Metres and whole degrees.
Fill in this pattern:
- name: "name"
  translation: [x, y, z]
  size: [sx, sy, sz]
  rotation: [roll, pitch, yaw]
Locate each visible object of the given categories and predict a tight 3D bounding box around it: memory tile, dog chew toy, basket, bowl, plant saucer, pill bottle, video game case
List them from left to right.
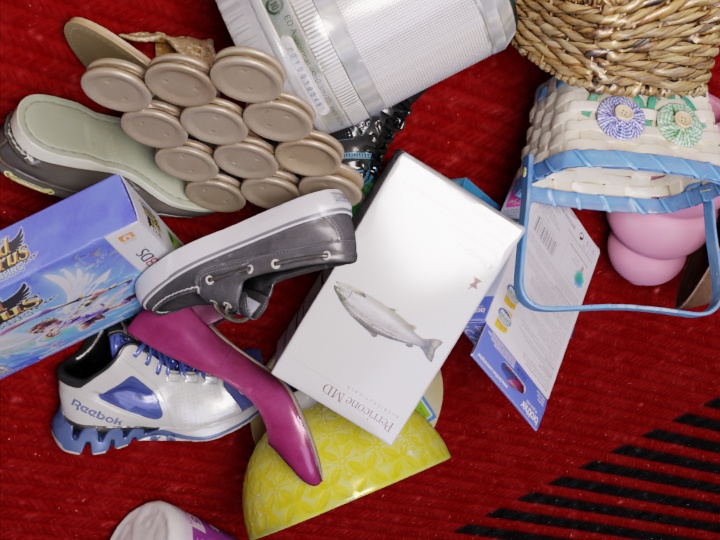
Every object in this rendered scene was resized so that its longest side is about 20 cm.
- name: "video game case"
  translation: [-0.243, 0.013, 0.916]
  size: [0.198, 0.046, 0.181]
  rotation: [-26, 163, -1]
- name: "pill bottle"
  translation: [-0.156, 0.320, 1.180]
  size: [0.112, 0.113, 0.200]
  rotation: [-44, 128, 10]
- name: "memory tile"
  translation: [-0.092, -0.096, 0.839]
  size: [0.152, 0.017, 0.200]
  rotation: [-1, 154, 22]
- name: "bowl"
  translation: [-0.028, 0.159, 1.066]
  size: [0.198, 0.109, 0.200]
  rotation: [-22, 171, -3]
- name: "basket"
  translation: [0.186, -0.240, 0.892]
  size: [0.141, 0.201, 0.150]
  rotation: [-1, 125, -20]
- name: "basket"
  translation: [0.208, -0.064, 0.948]
  size: [0.174, 0.139, 0.203]
  rotation: [2, 85, -13]
- name: "dog chew toy"
  translation: [0.289, -0.069, 1.103]
  size: [0.123, 0.125, 0.201]
  rotation: [-7, 132, -17]
- name: "plant saucer"
  translation: [0.359, -0.048, 1.104]
  size: [0.036, 0.200, 0.202]
  rotation: [25, 116, 8]

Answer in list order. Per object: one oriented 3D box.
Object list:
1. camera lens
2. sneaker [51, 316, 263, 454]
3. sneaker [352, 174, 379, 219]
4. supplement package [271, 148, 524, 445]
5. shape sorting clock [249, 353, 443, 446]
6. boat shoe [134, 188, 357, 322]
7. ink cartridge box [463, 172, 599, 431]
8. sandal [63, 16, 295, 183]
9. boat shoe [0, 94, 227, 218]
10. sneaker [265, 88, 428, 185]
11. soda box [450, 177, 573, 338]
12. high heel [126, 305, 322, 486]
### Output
- name: "camera lens"
  translation: [0.006, -0.203, 0.860]
  size: [0.198, 0.161, 0.161]
  rotation: [-26, 128, 5]
- name: "sneaker"
  translation: [-0.182, 0.091, 1.036]
  size: [0.197, 0.081, 0.116]
  rotation: [-10, 127, -14]
- name: "sneaker"
  translation: [0.000, 0.000, 1.040]
  size: [0.073, 0.084, 0.202]
  rotation: [-7, 113, -14]
- name: "supplement package"
  translation: [0.027, 0.017, 0.945]
  size: [0.116, 0.117, 0.201]
  rotation: [30, 96, -5]
- name: "shape sorting clock"
  translation: [-0.013, 0.133, 1.158]
  size: [0.198, 0.039, 0.202]
  rotation: [-9, 121, -15]
- name: "boat shoe"
  translation: [-0.087, 0.005, 0.895]
  size: [0.198, 0.067, 0.070]
  rotation: [-22, 166, 20]
- name: "ink cartridge box"
  translation: [0.146, 0.025, 1.027]
  size: [0.119, 0.042, 0.201]
  rotation: [48, 52, -36]
- name: "sandal"
  translation: [-0.129, -0.147, 0.916]
  size: [0.211, 0.077, 0.070]
  rotation: [38, 66, -19]
- name: "boat shoe"
  translation: [-0.195, -0.082, 0.928]
  size: [0.200, 0.072, 0.060]
  rotation: [18, 141, -40]
- name: "sneaker"
  translation: [0.005, -0.115, 0.967]
  size: [0.200, 0.082, 0.073]
  rotation: [-41, 150, 12]
- name: "soda box"
  translation: [0.126, -0.007, 1.091]
  size: [0.199, 0.067, 0.065]
  rotation: [35, 64, -36]
- name: "high heel"
  translation: [-0.110, 0.105, 0.965]
  size: [0.096, 0.201, 0.067]
  rotation: [-29, 167, -9]
